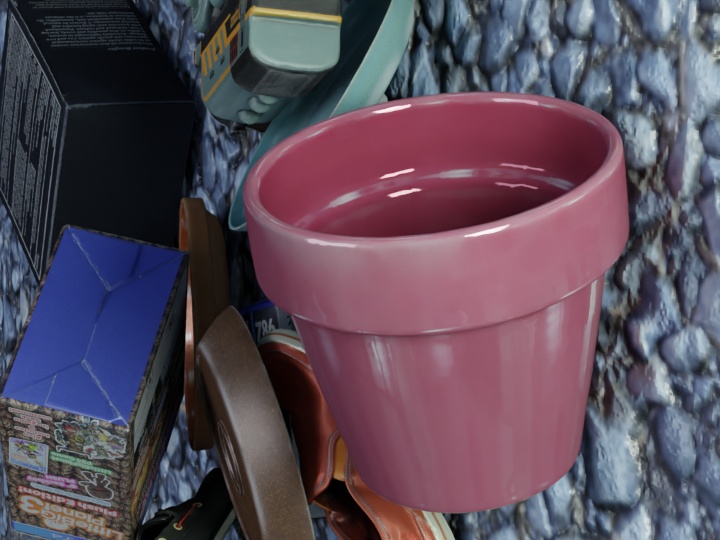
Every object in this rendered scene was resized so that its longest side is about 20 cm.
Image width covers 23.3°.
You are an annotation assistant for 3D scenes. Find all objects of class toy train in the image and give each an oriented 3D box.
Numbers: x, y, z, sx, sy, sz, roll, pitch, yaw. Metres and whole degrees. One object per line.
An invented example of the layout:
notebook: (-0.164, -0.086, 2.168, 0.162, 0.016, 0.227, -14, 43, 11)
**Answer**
toy train: (-0.064, -0.159, 1.135, 0.200, 0.085, 0.114, 149, 124, -68)

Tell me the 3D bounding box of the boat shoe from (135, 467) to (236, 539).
boat shoe: (-0.135, 0.202, 1.313, 0.074, 0.063, 0.201, -59, 2, 28)

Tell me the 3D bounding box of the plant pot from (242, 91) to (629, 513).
plant pot: (0.048, 0.021, 0.933, 0.200, 0.200, 0.179, 39, 142, 56)

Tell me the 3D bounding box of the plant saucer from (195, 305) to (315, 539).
plant saucer: (-0.075, 0.124, 1.192, 0.200, 0.034, 0.201, 163, 90, -79)

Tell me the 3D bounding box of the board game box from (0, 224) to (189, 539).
board game box: (-0.196, 0.093, 1.306, 0.200, 0.097, 0.160, 100, -176, -54)

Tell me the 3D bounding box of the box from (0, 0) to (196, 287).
box: (-0.241, -0.112, 1.550, 0.198, 0.123, 0.200, -122, 37, -46)

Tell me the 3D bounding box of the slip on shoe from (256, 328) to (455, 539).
slip on shoe: (-0.013, 0.123, 1.125, 0.200, 0.061, 0.074, 57, 150, 15)

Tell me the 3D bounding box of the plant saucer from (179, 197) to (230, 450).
plant saucer: (-0.124, 0.042, 1.384, 0.200, 0.032, 0.201, 179, 90, -82)

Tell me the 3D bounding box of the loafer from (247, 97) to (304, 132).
loafer: (-0.084, -0.171, 1.286, 0.200, 0.071, 0.073, 59, 142, 43)

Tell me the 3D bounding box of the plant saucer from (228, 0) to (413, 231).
plant saucer: (-0.021, -0.106, 1.120, 0.200, 0.027, 0.200, -53, 15, 20)

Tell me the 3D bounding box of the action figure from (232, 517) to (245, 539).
action figure: (-0.062, 0.266, 1.317, 0.118, 0.055, 0.200, 111, 149, -45)

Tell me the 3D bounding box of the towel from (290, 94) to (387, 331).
towel: (0.000, 0.000, 1.164, 0.171, 0.048, 0.200, -34, 63, 61)

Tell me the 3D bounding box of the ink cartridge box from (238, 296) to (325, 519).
ink cartridge box: (-0.060, 0.086, 1.303, 0.099, 0.039, 0.201, 160, 105, -63)
